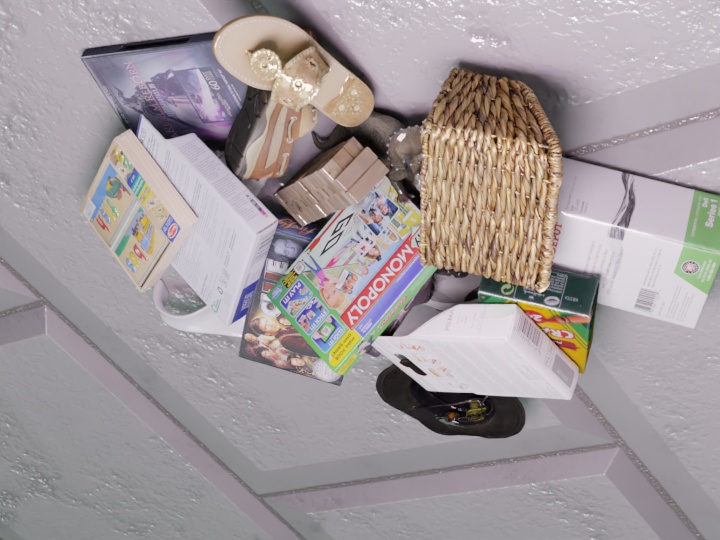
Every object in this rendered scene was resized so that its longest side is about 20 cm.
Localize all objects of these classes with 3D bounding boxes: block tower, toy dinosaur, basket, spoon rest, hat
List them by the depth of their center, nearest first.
[{"bbox_3d":[0.150,-0.099,1.597,0.149,0.143,0.200,12,133,16],"label":"basket"},{"bbox_3d":[0.027,-0.138,1.682,0.200,0.077,0.102,35,152,37],"label":"toy dinosaur"},{"bbox_3d":[-0.035,-0.097,1.700,0.054,0.058,0.200,47,161,-9],"label":"block tower"},{"bbox_3d":[0.124,0.140,1.969,0.200,0.081,0.201,13,151,7],"label":"hat"},{"bbox_3d":[-0.185,0.054,2.019,0.199,0.061,0.099,5,141,20],"label":"spoon rest"}]

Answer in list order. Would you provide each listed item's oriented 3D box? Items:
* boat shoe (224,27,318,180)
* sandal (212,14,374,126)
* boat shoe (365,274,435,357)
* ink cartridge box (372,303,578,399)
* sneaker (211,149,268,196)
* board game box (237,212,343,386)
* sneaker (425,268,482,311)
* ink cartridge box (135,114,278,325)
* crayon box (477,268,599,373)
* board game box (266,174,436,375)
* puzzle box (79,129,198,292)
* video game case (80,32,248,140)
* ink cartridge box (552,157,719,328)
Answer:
[{"bbox_3d":[-0.086,-0.179,1.674,0.074,0.076,0.200,7,135,-25],"label":"boat shoe"},{"bbox_3d":[-0.051,-0.195,1.570,0.211,0.070,0.078,24,105,-43],"label":"sandal"},{"bbox_3d":[0.054,0.014,1.771,0.065,0.072,0.200,35,101,-16],"label":"boat shoe"},{"bbox_3d":[0.125,0.092,1.744,0.200,0.050,0.161,2,153,38],"label":"ink cartridge box"},{"bbox_3d":[-0.184,-0.112,1.802,0.200,0.078,0.099,-21,123,40],"label":"sneaker"},{"bbox_3d":[-0.066,0.037,1.850,0.135,0.035,0.200,16,124,3],"label":"board game box"},{"bbox_3d":[0.084,0.001,1.820,0.200,0.074,0.079,-1,133,26],"label":"sneaker"},{"bbox_3d":[-0.187,-0.062,1.759,0.200,0.043,0.196,48,148,16],"label":"ink cartridge box"},{"bbox_3d":[0.201,0.058,1.735,0.127,0.051,0.200,12,158,12],"label":"crayon box"},{"bbox_3d":[0.000,0.000,1.735,0.135,0.200,0.029,46,-168,29],"label":"board game box"},{"bbox_3d":[-0.263,-0.065,1.798,0.133,0.025,0.200,52,149,6],"label":"puzzle box"},{"bbox_3d":[-0.202,-0.204,1.742,0.200,0.019,0.143,-3,137,27],"label":"video game case"},{"bbox_3d":[0.289,-0.030,1.670,0.199,0.084,0.146,16,145,7],"label":"ink cartridge box"}]
